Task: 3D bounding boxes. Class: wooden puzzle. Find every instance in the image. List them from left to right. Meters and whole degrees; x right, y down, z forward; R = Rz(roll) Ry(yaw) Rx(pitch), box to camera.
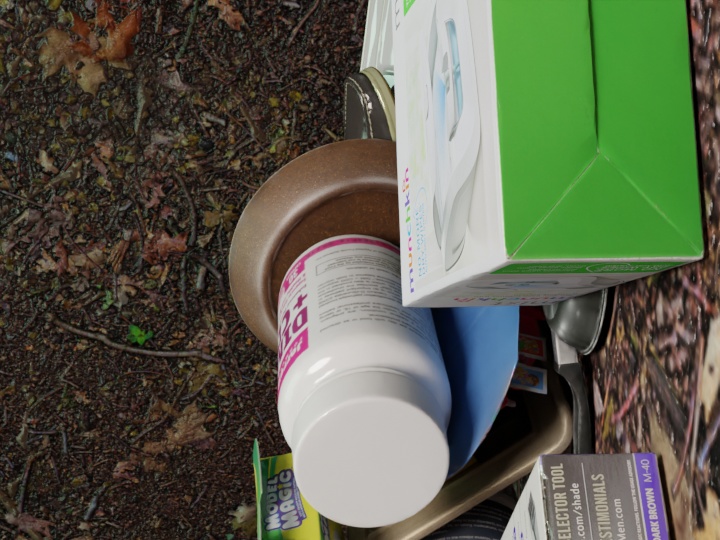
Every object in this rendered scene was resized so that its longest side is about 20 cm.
[{"bbox_3d":[0.056,0.111,0.818,0.037,0.199,0.186,44,-162,-23],"label":"wooden puzzle"}]

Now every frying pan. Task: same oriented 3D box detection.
[{"bbox_3d":[0.125,0.025,0.682,0.115,0.030,0.192,-93,5,-61],"label":"frying pan"}]

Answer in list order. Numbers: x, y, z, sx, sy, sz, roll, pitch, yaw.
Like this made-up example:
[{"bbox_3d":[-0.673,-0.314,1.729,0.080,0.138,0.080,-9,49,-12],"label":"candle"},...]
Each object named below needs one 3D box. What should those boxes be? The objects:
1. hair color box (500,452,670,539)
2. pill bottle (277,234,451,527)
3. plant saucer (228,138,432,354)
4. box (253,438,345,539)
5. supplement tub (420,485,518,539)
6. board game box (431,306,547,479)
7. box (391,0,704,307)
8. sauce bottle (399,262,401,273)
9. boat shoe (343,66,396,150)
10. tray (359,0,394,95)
[{"bbox_3d":[0.114,0.182,0.599,0.201,0.064,0.111,88,180,-62],"label":"hair color box"},{"bbox_3d":[0.000,0.068,0.748,0.201,0.112,0.115,-99,7,-62],"label":"pill bottle"},{"bbox_3d":[0.000,0.000,0.853,0.035,0.197,0.203,-113,19,-57],"label":"plant saucer"},{"bbox_3d":[-0.033,0.212,0.760,0.118,0.048,0.201,-98,-8,-46],"label":"box"},{"bbox_3d":[0.070,0.244,0.809,0.201,0.138,0.142,-95,4,-58],"label":"supplement tub"},{"bbox_3d":[0.088,0.046,0.751,0.158,0.038,0.202,122,161,-51],"label":"board game box"},{"bbox_3d":[0.081,-0.091,0.550,0.176,0.095,0.203,150,118,-76],"label":"box"},{"bbox_3d":[0.073,-0.080,0.729,0.065,0.064,0.202,-96,23,-59],"label":"sauce bottle"},{"bbox_3d":[0.002,-0.055,0.876,0.073,0.064,0.203,-133,33,-61],"label":"boat shoe"},{"bbox_3d":[0.036,-0.212,0.866,0.107,0.022,0.203,18,104,50],"label":"tray"}]
